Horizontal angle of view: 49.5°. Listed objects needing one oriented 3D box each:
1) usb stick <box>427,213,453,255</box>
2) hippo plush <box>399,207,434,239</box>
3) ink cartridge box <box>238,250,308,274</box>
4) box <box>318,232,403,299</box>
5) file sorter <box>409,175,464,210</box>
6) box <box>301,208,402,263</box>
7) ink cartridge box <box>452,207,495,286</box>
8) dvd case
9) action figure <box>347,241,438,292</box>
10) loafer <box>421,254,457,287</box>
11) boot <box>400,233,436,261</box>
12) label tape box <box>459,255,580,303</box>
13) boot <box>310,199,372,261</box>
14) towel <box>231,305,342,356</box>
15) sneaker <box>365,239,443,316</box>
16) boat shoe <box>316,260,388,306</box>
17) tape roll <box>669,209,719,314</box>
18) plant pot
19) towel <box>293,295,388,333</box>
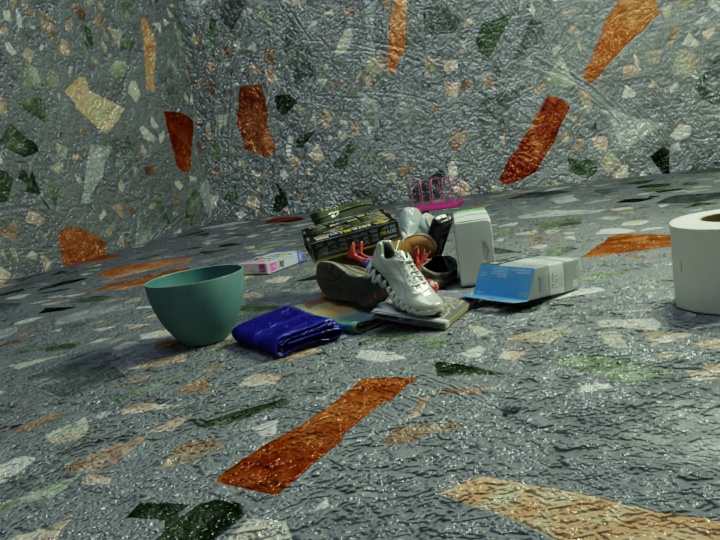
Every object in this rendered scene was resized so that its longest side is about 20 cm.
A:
[{"bbox_3d":[0.171,-0.054,1.799,0.055,0.201,0.033,-17,55,-21],"label":"usb stick"},{"bbox_3d":[0.111,-0.046,1.982,0.160,0.159,0.201,-24,38,50],"label":"hippo plush"},{"bbox_3d":[-0.263,-0.028,2.392,0.118,0.042,0.199,-1,11,36],"label":"ink cartridge box"},{"bbox_3d":[0.000,0.000,1.725,0.162,0.021,0.201,-5,47,27],"label":"box"},{"bbox_3d":[0.322,-0.330,3.314,0.198,0.127,0.139,-5,10,21],"label":"file sorter"},{"bbox_3d":[-0.023,-0.079,1.717,0.198,0.050,0.160,-15,18,-8],"label":"box"},{"bbox_3d":[0.258,-0.056,1.772,0.082,0.148,0.200,-7,9,7],"label":"ink cartridge box"},{"bbox_3d":[0.127,0.068,1.497,0.147,0.016,0.200,8,17,25],"label":"dvd case"},{"bbox_3d":[0.080,-0.026,1.578,0.199,0.100,0.065,29,18,19],"label":"action figure"},{"bbox_3d":[0.174,-0.002,1.734,0.071,0.063,0.200,30,30,18],"label":"loafer"},{"bbox_3d":[0.068,-0.006,1.754,0.199,0.077,0.155,-18,15,35],"label":"boot"},{"bbox_3d":[0.311,0.014,1.526,0.198,0.067,0.143,-8,8,-37],"label":"label tape box"},{"bbox_3d":[-0.026,-0.057,1.864,0.180,0.202,0.072,-19,1,-23],"label":"boot"},{"bbox_3d":[-0.144,0.110,1.476,0.146,0.050,0.199,-14,11,-32],"label":"towel"},{"bbox_3d":[0.083,0.015,1.455,0.075,0.082,0.200,-10,37,-39],"label":"sneaker"},{"bbox_3d":[-0.012,0.028,1.593,0.073,0.075,0.199,-4,20,-44],"label":"boat shoe"},{"bbox_3d":[0.616,-0.021,1.279,0.200,0.141,0.203,-8,10,1],"label":"tape roll"},{"bbox_3d":[-0.324,0.075,1.579,0.198,0.136,0.200,-9,10,2],"label":"plant pot"},{"bbox_3d":[-0.023,0.078,1.556,0.146,0.022,0.199,-16,20,-38],"label":"towel"}]
